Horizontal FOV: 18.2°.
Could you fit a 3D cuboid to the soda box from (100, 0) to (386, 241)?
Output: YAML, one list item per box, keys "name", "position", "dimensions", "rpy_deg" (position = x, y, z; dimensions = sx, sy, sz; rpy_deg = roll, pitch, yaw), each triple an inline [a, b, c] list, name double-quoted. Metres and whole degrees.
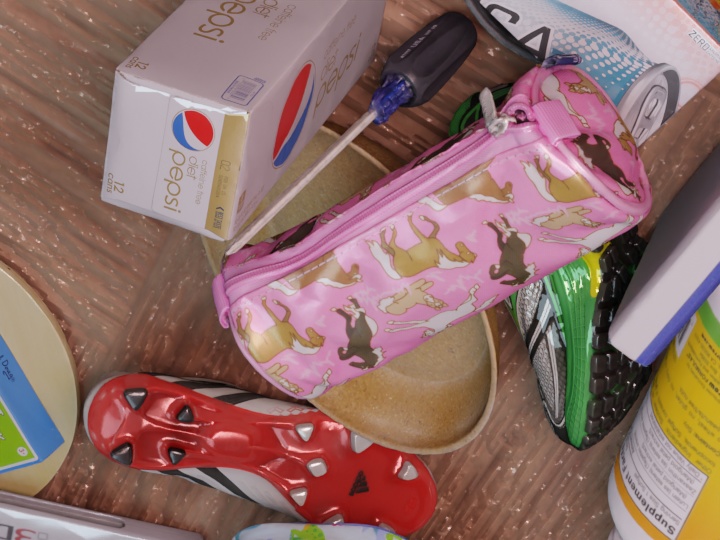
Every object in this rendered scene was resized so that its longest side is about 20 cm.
- name: "soda box"
  position: [-0.047, -0.094, 1.019]
  dimensions: [0.064, 0.200, 0.068]
  rpy_deg: [19, 124, 11]

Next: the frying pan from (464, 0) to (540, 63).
- name: "frying pan"
  position: [0.063, -0.147, 1.047]
  dimensions: [0.190, 0.031, 0.115]
  rpy_deg: [-1, 116, 26]

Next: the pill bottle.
- name: "pill bottle"
  position: [0.186, 0.090, 1.086]
  dimensions: [0.111, 0.111, 0.200]
  rpy_deg: [25, 125, 7]

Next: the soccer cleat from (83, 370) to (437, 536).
- name: "soccer cleat"
  position: [-0.054, 0.095, 1.219]
  dimensions: [0.200, 0.085, 0.069]
  rpy_deg: [15, 98, -13]

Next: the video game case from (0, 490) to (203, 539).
- name: "video game case"
  position: [-0.200, 0.223, 1.334]
  dimensions: [0.182, 0.022, 0.200]
  rpy_deg: [13, 116, -3]

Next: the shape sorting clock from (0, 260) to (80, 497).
- name: "shape sorting clock"
  position: [-0.256, 0.059, 1.291]
  dimensions: [0.200, 0.039, 0.200]
  rpy_deg: [8, 122, 13]

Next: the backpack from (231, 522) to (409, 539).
- name: "backpack"
  position: [-0.008, 0.204, 1.185]
  dimensions: [0.163, 0.200, 0.154]
  rpy_deg: [4, 90, 20]

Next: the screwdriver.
- name: "screwdriver"
  position: [0.000, -0.061, 1.023]
  dimensions: [0.029, 0.200, 0.028]
  rpy_deg: [25, 137, 14]

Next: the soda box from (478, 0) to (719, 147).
- name: "soda box"
  position: [0.078, -0.151, 0.986]
  dimensions: [0.200, 0.064, 0.068]
  rpy_deg: [44, 123, -4]

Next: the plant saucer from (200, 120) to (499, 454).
- name: "plant saucer"
  position: [0.000, 0.000, 1.123]
  dimensions: [0.200, 0.035, 0.200]
  rpy_deg: [31, 142, 28]

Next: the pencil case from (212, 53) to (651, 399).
- name: "pencil case"
  position: [0.029, -0.015, 0.987]
  dimensions: [0.200, 0.083, 0.087]
  rpy_deg: [-31, 102, 29]

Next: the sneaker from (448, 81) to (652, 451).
- name: "sneaker"
  position: [0.096, -0.004, 1.101]
  dimensions: [0.085, 0.078, 0.200]
  rpy_deg: [7, 119, 35]

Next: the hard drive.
- name: "hard drive"
  position: [0.186, -0.060, 0.986]
  dimensions: [0.025, 0.132, 0.200]
  rpy_deg: [35, 125, -1]
